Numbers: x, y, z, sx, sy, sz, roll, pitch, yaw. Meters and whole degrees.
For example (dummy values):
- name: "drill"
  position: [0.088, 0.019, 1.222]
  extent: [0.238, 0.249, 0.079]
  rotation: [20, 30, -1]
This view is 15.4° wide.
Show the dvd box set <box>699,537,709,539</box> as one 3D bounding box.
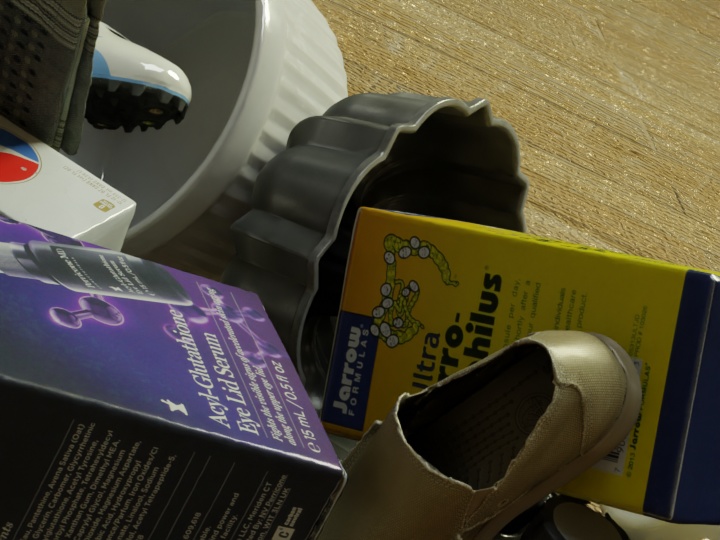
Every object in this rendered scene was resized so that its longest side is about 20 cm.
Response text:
- name: "dvd box set"
  position: [0.101, 0.201, 1.061]
  extent: [0.199, 0.029, 0.147]
  rotation: [-16, 71, -41]

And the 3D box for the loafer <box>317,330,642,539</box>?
- name: "loafer"
  position: [0.027, 0.089, 1.133]
  extent: [0.076, 0.200, 0.067]
  rotation: [53, 9, 36]

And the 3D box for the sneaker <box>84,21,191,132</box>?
- name: "sneaker"
  position: [-0.158, -0.119, 1.331]
  extent: [0.199, 0.073, 0.072]
  rotation: [20, -7, 39]

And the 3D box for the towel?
- name: "towel"
  position: [-0.201, -0.141, 1.237]
  extent: [0.200, 0.193, 0.035]
  rotation: [39, 56, 9]

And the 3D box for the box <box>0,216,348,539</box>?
- name: "box"
  position: [-0.129, 0.063, 1.126]
  extent: [0.199, 0.105, 0.148]
  rotation: [18, 24, -30]

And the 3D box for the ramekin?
- name: "ramekin"
  position: [-0.099, -0.084, 1.386]
  extent: [0.105, 0.200, 0.200]
  rotation: [29, 14, -49]

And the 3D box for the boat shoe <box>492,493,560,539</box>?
- name: "boat shoe"
  position: [0.068, 0.123, 1.296]
  extent: [0.199, 0.066, 0.070]
  rotation: [17, 23, -29]

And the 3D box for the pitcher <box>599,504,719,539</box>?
- name: "pitcher"
  position: [0.205, 0.124, 1.433]
  extent: [0.199, 0.122, 0.171]
  rotation: [27, -3, -37]

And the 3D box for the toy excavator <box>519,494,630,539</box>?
- name: "toy excavator"
  position: [0.077, 0.192, 1.127]
  extent: [0.194, 0.100, 0.200]
  rotation: [23, 30, -14]

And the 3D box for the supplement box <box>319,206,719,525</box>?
- name: "supplement box"
  position: [0.096, 0.043, 1.222]
  extent: [0.199, 0.110, 0.109]
  rotation: [12, 2, 38]

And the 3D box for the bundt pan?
- name: "bundt pan"
  position: [0.000, 0.000, 1.335]
  extent: [0.075, 0.203, 0.201]
  rotation: [21, 14, 32]

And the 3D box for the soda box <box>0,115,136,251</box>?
- name: "soda box"
  position: [-0.206, -0.046, 1.240]
  extent: [0.199, 0.064, 0.068]
  rotation: [32, 32, 18]
